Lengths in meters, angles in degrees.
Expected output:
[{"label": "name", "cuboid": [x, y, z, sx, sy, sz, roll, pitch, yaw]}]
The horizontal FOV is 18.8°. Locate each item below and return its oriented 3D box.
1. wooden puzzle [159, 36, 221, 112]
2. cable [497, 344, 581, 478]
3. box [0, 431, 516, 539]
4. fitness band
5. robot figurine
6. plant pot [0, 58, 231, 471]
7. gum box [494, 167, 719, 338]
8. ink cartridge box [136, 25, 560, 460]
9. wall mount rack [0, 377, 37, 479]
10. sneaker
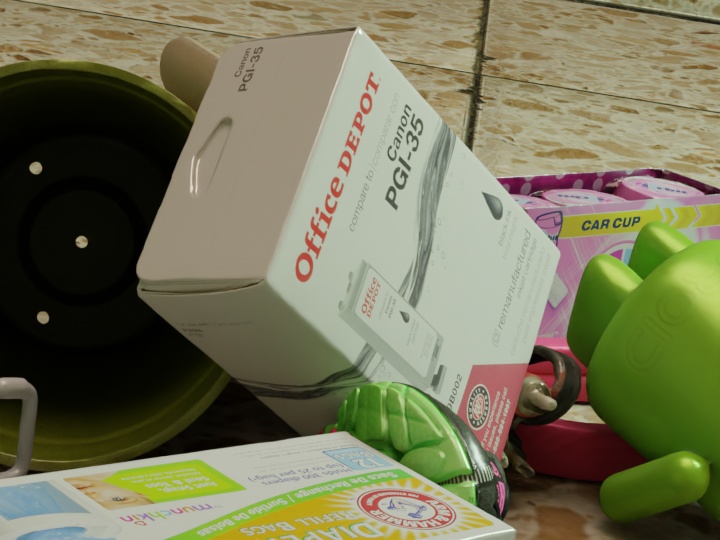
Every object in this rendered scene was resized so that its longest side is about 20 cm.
[{"label": "wooden puzzle", "cuboid": [-0.055, -0.016, 1.193, 0.037, 0.201, 0.185, -24, 26, -15]}, {"label": "cable", "cuboid": [0.047, 0.057, 1.173, 0.050, 0.097, 0.200, 40, -1, -36]}, {"label": "box", "cuboid": [-0.054, 0.135, 0.812, 0.199, 0.102, 0.112, -5, 20, -40]}, {"label": "fitness band", "cuboid": [0.143, 0.078, 1.241, 0.199, 0.038, 0.144, 2, 17, -18]}, {"label": "robot figurine", "cuboid": [0.198, 0.064, 1.121, 0.175, 0.116, 0.200, -30, 58, -34]}, {"label": "plant pot", "cuboid": [-0.152, -0.008, 1.151, 0.199, 0.202, 0.193, 8, 3, -4]}, {"label": "gum box", "cuboid": [0.135, 0.002, 1.360, 0.199, 0.114, 0.066, -5, 21, -41]}, {"label": "ink cartridge box", "cuboid": [0.000, 0.000, 1.053, 0.082, 0.147, 0.200, -3, -33, 38]}, {"label": "wall mount rack", "cuboid": [-0.173, 0.099, 0.926, 0.199, 0.075, 0.173, 21, 20, 39]}, {"label": "sneaker", "cuboid": [0.030, 0.090, 0.962, 0.083, 0.077, 0.200, 2, -6, -10]}]
